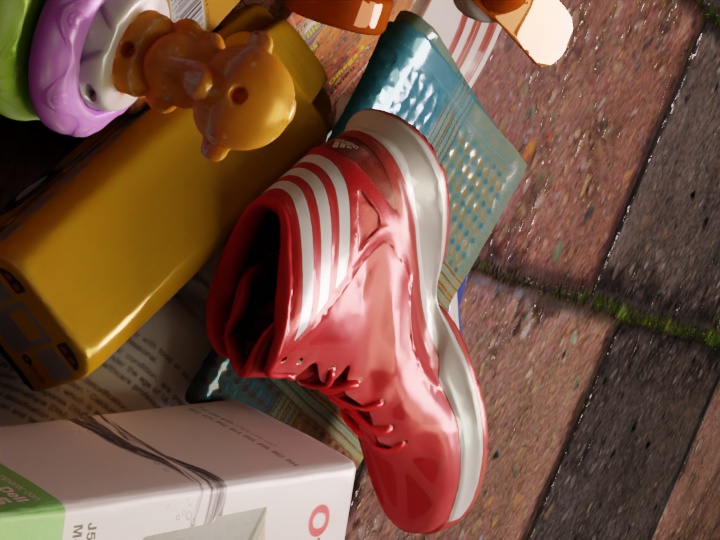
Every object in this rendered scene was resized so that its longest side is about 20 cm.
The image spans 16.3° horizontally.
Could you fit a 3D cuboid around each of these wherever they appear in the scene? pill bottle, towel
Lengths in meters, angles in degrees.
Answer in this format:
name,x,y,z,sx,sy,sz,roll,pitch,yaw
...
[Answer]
name,x,y,z,sx,sy,sz,roll,pitch,yaw
pill bottle,-0.123,0.067,1.103,0.201,0.113,0.114,-57,158,-25
towel,0.000,0.000,1.134,0.201,0.022,0.147,-60,146,-14

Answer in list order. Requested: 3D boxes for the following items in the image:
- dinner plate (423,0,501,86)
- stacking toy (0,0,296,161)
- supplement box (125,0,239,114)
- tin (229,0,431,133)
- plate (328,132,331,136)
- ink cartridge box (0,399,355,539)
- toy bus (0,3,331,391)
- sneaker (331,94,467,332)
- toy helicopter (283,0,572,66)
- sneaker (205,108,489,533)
name,x,y,z,sx,sy,sz,roll,pitch,yaw
dinner plate,0.010,-0.111,1.334,0.200,0.024,0.201,-39,152,-25
stacking toy,-0.106,-0.088,0.844,0.117,0.199,0.110,-66,160,-2
supplement box,-0.069,-0.157,1.063,0.200,0.066,0.069,-51,153,-37
tin,-0.037,-0.101,1.194,0.200,0.042,0.112,-49,161,-7
plate,-0.025,0.007,1.367,0.200,0.026,0.201,-42,153,-27
ink cartridge box,-0.106,0.138,0.983,0.199,0.084,0.147,-4,109,-45
toy bus,-0.082,-0.037,1.045,0.200,0.065,0.078,-46,-165,-33
sneaker,0.025,0.004,1.255,0.200,0.080,0.116,87,3,-61
toy helicopter,0.007,-0.126,1.004,0.200,0.132,0.079,-9,119,-65
sneaker,-0.015,0.041,1.063,0.115,0.078,0.201,-30,120,-35
